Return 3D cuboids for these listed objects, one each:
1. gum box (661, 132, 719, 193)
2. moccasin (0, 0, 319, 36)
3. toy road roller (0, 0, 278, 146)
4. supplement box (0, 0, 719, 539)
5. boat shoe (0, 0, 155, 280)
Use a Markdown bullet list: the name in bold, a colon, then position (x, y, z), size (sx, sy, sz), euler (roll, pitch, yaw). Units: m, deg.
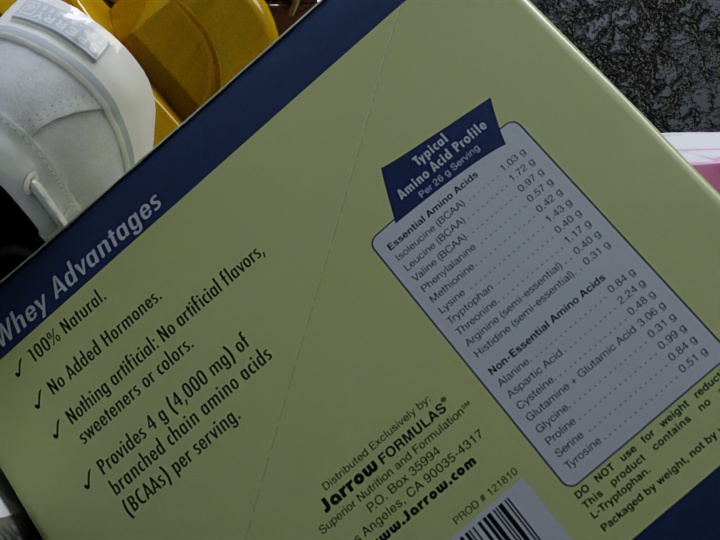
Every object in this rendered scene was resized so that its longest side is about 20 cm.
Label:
- **gum box**: position (0.055, 0.010, 0.644), size (0.066, 0.199, 0.114), euler (-24, 112, -56)
- **moccasin**: position (-0.069, -0.145, 0.766), size (0.078, 0.200, 0.074), euler (100, -14, -57)
- **toy road roller**: position (-0.078, -0.046, 0.711), size (0.200, 0.146, 0.123), euler (49, 5, -22)
- **supplement box**: position (0.024, 0.048, 0.491), size (0.200, 0.200, 0.134), euler (51, 4, 30)
- **boat shoe**: position (-0.100, -0.005, 0.561), size (0.072, 0.069, 0.200), euler (32, -26, 8)
